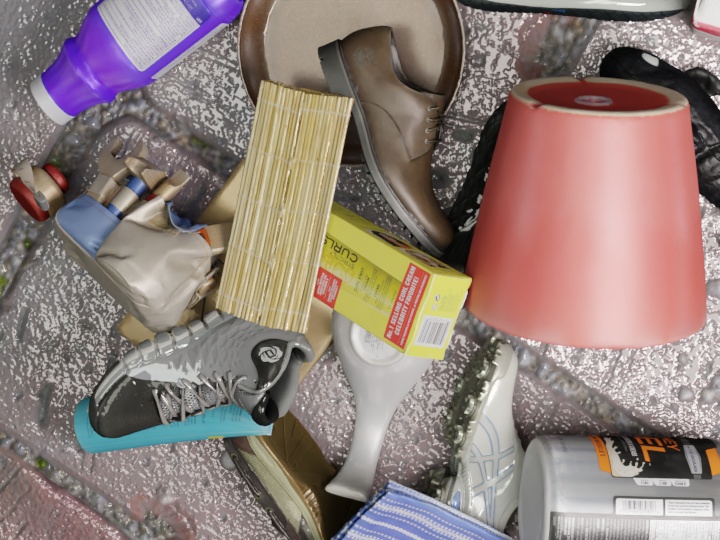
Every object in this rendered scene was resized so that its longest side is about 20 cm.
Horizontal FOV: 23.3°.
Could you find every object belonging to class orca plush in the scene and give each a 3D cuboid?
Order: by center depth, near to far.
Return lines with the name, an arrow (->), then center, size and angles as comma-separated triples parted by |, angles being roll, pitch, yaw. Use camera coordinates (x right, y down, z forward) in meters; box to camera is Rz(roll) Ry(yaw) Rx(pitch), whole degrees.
orca plush -> 0.265, -0.098, 1.437 | 0.104, 0.071, 0.202 | -24, 94, 13

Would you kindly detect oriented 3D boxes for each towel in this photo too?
towel -> 0.025, 0.271, 1.509 | 0.144, 0.024, 0.200 | 27, 124, -22

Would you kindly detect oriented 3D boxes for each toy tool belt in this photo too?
toy tool belt -> -0.198, -0.049, 1.516 | 0.200, 0.125, 0.123 | 41, 72, 21

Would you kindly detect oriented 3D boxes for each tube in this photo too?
tube -> -0.159, 0.123, 1.536 | 0.198, 0.050, 0.078 | -11, 55, 26

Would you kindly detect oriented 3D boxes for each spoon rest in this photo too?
spoon rest -> 0.012, 0.096, 1.520 | 0.098, 0.061, 0.202 | 14, 100, 10

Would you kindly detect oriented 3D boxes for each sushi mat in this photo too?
sushi mat -> -0.064, -0.053, 1.446 | 0.095, 0.012, 0.202 | 16, 98, 29

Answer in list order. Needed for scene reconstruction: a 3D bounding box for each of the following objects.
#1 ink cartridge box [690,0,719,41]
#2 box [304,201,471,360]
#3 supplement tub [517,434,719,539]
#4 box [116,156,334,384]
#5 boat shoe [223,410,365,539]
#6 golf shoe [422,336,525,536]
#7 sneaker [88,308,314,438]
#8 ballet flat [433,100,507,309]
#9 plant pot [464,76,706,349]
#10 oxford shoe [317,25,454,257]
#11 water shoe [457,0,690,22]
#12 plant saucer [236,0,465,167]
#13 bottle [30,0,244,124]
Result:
ink cartridge box -> 0.333, -0.206, 1.342 | 0.146, 0.200, 0.087 | 16, 101, 8
box -> 0.000, 0.000, 1.436 | 0.199, 0.050, 0.076 | 32, 106, 42
supplement tub -> 0.238, 0.200, 1.449 | 0.198, 0.123, 0.124 | 2, 100, -7
box -> -0.097, 0.027, 1.550 | 0.163, 0.021, 0.201 | 39, 103, 3
boat shoe -> -0.049, 0.207, 1.550 | 0.064, 0.073, 0.201 | -22, 104, 39
golf shoe -> 0.117, 0.157, 1.515 | 0.096, 0.078, 0.202 | 13, 107, -9
sneaker -> -0.127, 0.100, 1.465 | 0.199, 0.075, 0.116 | -33, 49, -9
ballet flat -> 0.107, -0.051, 1.494 | 0.066, 0.057, 0.201 | 20, 109, -17
plant pot -> 0.182, -0.053, 1.384 | 0.198, 0.201, 0.179 | 5, 109, 10
oxford shoe -> 0.040, -0.109, 1.447 | 0.084, 0.073, 0.202 | -23, 94, 11
water shoe -> 0.174, -0.250, 1.432 | 0.198, 0.071, 0.080 | 6, 92, 6
plant saucer -> -0.007, -0.191, 1.495 | 0.198, 0.032, 0.203 | 2, 100, 11
bottle -> -0.197, -0.203, 1.511 | 0.199, 0.065, 0.084 | -36, 85, 14
